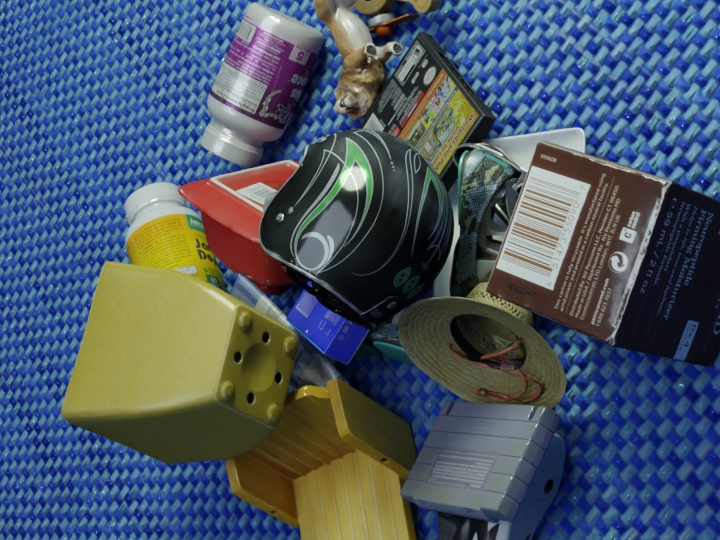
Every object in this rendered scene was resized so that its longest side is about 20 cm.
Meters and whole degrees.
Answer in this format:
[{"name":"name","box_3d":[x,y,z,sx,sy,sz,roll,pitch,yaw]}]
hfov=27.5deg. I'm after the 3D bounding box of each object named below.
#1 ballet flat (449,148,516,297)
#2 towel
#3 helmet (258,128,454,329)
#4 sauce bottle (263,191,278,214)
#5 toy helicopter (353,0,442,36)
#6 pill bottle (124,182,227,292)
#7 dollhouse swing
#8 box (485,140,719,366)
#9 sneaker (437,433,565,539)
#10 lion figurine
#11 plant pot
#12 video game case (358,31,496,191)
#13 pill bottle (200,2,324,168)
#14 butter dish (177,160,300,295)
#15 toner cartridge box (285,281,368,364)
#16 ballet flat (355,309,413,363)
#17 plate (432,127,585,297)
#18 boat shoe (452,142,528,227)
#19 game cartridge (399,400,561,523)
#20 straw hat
[{"name":"ballet flat","box_3d":[0.136,-0.038,1.603,0.074,0.074,0.200,42,146,39]},{"name":"towel","box_3d":[-0.102,0.114,1.814,0.200,0.024,0.147,45,140,15]},{"name":"helmet","box_3d":[0.005,-0.054,1.585,0.200,0.200,0.191,28,79,42]},{"name":"sauce bottle","box_3d":[-0.046,-0.091,1.716,0.065,0.200,0.065,10,111,26]},{"name":"toy helicopter","box_3d":[0.037,-0.345,1.827,0.200,0.079,0.133,30,124,53]},{"name":"pill bottle","box_3d":[-0.255,-0.015,1.998,0.113,0.113,0.200,-39,57,29]},{"name":"dollhouse swing","box_3d":[-0.049,0.267,1.724,0.200,0.182,0.176,-29,42,34]},{"name":"box","box_3d":[0.265,-0.015,1.472,0.164,0.200,0.166,23,96,42]},{"name":"sneaker","box_3d":[0.142,0.252,1.610,0.112,0.073,0.200,27,100,41]},{"name":"lion figurine","box_3d":[-0.015,-0.295,1.834,0.122,0.072,0.200,-27,79,63]},{"name":"plant pot","box_3d":[-0.187,0.109,1.698,0.200,0.194,0.196,-3,66,38]},{"name":"video game case","box_3d":[0.065,-0.156,1.771,0.200,0.025,0.181,-57,42,25]},{"name":"pill bottle","box_3d":[-0.134,-0.240,1.939,0.112,0.112,0.200,35,105,41]},{"name":"butter dish","box_3d":[-0.105,-0.039,1.847,0.200,0.199,0.148,32,126,41]},{"name":"toner cartridge box","box_3d":[0.000,0.000,1.721,0.200,0.043,0.095,-58,40,5]},{"name":"ballet flat","box_3d":[0.032,0.071,1.746,0.200,0.074,0.074,7,85,39]},{"name":"plate","box_3d":[0.173,-0.054,1.676,0.200,0.032,0.200,-3,78,42]},{"name":"boat shoe","box_3d":[0.172,-0.076,1.618,0.073,0.063,0.200,-55,52,15]},{"name":"game cartridge","box_3d":[0.127,0.205,1.595,0.200,0.038,0.130,-5,58,62]},{"name":"straw hat","box_3d":[0.145,0.064,1.611,0.201,0.201,0.085,-8,43,41]}]
